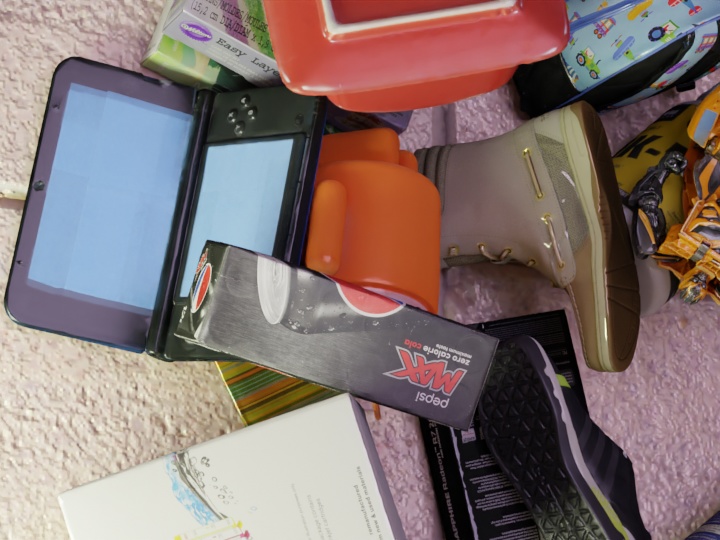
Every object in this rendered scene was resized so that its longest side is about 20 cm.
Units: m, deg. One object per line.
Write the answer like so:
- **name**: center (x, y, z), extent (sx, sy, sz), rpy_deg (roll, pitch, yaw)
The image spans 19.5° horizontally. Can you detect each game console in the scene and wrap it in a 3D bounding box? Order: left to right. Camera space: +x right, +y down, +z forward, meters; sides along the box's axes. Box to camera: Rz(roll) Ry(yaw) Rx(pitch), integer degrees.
- **game console**: center (-0.133, -0.046, 1.449), extent (0.118, 0.170, 0.201), rpy_deg (23, 71, -45)

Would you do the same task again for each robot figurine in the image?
- **robot figurine**: center (0.001, 0.001, 1.495), extent (0.116, 0.144, 0.201), rpy_deg (10, 66, -15)
- **robot figurine**: center (0.284, -0.061, 1.558), extent (0.145, 0.058, 0.200), rpy_deg (31, 65, -4)

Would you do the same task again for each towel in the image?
- **towel**: center (-0.081, 0.026, 1.520), extent (0.086, 0.018, 0.201), rpy_deg (-26, 89, -29)

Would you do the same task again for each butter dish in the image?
- **butter dish**: center (0.031, -0.181, 1.462), extent (0.198, 0.148, 0.201), rpy_deg (-10, 59, -4)

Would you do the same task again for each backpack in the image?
- **backpack**: center (0.220, -0.202, 1.616), extent (0.182, 0.200, 0.135), rpy_deg (-22, 87, -27)

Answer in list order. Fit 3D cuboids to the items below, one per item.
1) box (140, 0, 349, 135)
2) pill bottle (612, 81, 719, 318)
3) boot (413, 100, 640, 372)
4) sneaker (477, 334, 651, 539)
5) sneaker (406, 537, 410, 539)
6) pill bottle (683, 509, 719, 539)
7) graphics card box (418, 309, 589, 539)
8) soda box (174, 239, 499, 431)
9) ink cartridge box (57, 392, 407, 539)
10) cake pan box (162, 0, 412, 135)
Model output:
- **box**: center (-0.050, -0.176, 1.576), extent (0.199, 0.036, 0.145), rpy_deg (25, 68, -17)
- **pill bottle**: center (0.252, -0.062, 1.645), extent (0.200, 0.114, 0.114), rpy_deg (-39, 95, -28)
- **boot**: center (0.119, -0.011, 1.549), extent (0.072, 0.154, 0.201), rpy_deg (13, 66, -65)
- **sneaker**: center (0.152, 0.139, 1.531), extent (0.083, 0.072, 0.201), rpy_deg (-20, 87, -52)
- **sneaker**: center (0.043, 0.246, 1.484), extent (0.200, 0.086, 0.078), rpy_deg (41, 65, -11)
- **pill bottle**: center (0.317, 0.221, 1.606), extent (0.200, 0.112, 0.112), rpy_deg (-34, 93, -28)
- **graphics card box**: center (0.113, 0.136, 1.565), extent (0.125, 0.051, 0.201), rpy_deg (-10, 82, -26)
- **soda box**: center (-0.015, 0.043, 1.382), extent (0.199, 0.063, 0.071), rpy_deg (19, 89, -19)
- **ink cartridge box**: center (-0.074, 0.182, 1.371), extent (0.199, 0.147, 0.145), rpy_deg (-19, 83, 1)
- **cake pan box**: center (-0.032, -0.216, 1.548), extent (0.199, 0.052, 0.185), rpy_deg (28, 64, -16)
